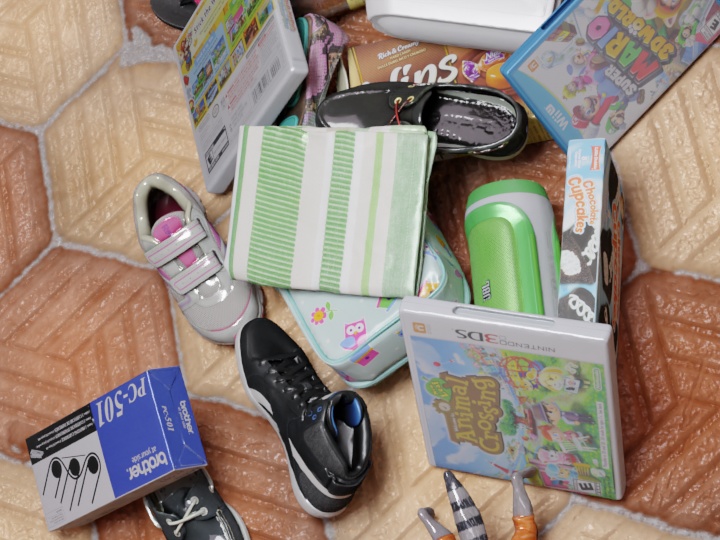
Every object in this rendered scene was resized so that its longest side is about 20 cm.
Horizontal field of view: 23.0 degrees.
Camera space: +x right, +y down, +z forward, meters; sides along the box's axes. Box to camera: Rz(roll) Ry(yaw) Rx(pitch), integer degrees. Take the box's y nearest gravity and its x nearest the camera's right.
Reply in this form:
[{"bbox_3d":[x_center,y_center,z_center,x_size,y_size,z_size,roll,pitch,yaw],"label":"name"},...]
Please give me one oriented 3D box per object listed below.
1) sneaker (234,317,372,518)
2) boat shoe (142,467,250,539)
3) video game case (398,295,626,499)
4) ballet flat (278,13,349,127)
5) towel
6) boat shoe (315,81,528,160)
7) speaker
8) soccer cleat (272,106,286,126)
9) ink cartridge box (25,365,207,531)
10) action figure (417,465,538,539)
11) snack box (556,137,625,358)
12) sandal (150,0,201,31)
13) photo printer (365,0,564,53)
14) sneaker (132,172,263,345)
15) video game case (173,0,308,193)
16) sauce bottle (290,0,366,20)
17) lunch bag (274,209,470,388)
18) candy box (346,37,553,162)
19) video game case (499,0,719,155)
[{"bbox_3d":[-0.042,0.112,1.594,0.072,0.112,0.201,-14,68,-31],"label":"sneaker"},{"bbox_3d":[-0.166,0.214,1.634,0.075,0.060,0.201,-39,63,5],"label":"boat shoe"},{"bbox_3d":[0.131,0.110,1.501,0.180,0.201,0.022,8,46,21],"label":"video game case"},{"bbox_3d":[-0.047,-0.142,1.676,0.071,0.069,0.202,16,79,-22],"label":"ballet flat"},{"bbox_3d":[-0.030,-0.056,1.589,0.198,0.023,0.154,4,83,27],"label":"towel"},{"bbox_3d":[0.053,-0.140,1.609,0.199,0.063,0.075,5,80,11],"label":"boat shoe"},{"bbox_3d":[0.141,0.025,1.583,0.087,0.088,0.202,-10,68,15],"label":"speaker"},{"bbox_3d":[-0.079,-0.136,1.736,0.067,0.073,0.203,-3,85,-14],"label":"soccer cleat"},{"bbox_3d":[-0.227,0.166,1.624,0.199,0.044,0.095,-28,73,40],"label":"ink cartridge box"},{"bbox_3d":[0.087,0.281,1.504,0.198,0.105,0.195,-18,58,12],"label":"action figure"},{"bbox_3d":[0.202,0.001,1.543,0.037,0.116,0.202,-1,66,17],"label":"snack box"},{"bbox_3d":[-0.126,-0.280,1.804,0.198,0.045,0.076,9,75,22],"label":"sandal"},{"bbox_3d":[0.105,-0.289,1.653,0.198,0.069,0.168,9,76,19],"label":"photo printer"},{"bbox_3d":[-0.167,-0.013,1.700,0.081,0.088,0.201,-38,64,2],"label":"sneaker"},{"bbox_3d":[-0.119,-0.205,1.713,0.200,0.023,0.184,-50,47,46],"label":"video game case"},{"bbox_3d":[-0.015,-0.289,1.747,0.198,0.066,0.067,-21,66,1],"label":"sauce bottle"},{"bbox_3d":[0.000,0.000,1.630,0.160,0.077,0.201,-38,50,11],"label":"lunch bag"},{"bbox_3d":[0.090,-0.171,1.686,0.198,0.056,0.118,-9,68,14],"label":"candy box"},{"bbox_3d":[0.235,-0.206,1.607,0.200,0.143,0.018,-46,35,-1],"label":"video game case"}]
